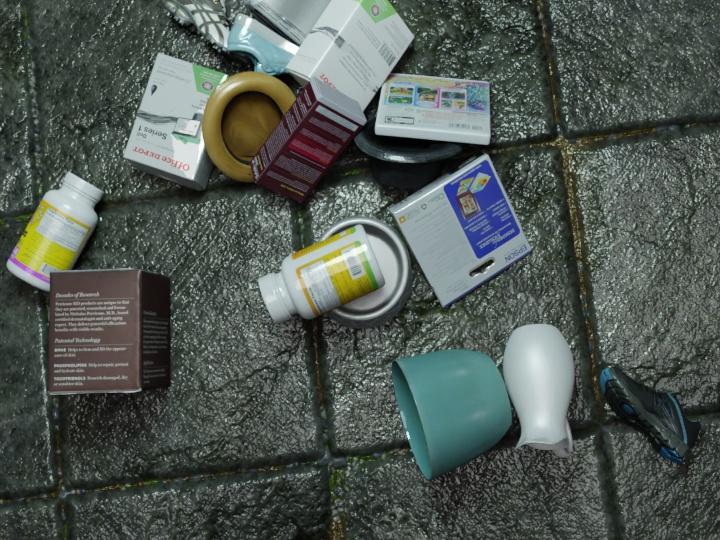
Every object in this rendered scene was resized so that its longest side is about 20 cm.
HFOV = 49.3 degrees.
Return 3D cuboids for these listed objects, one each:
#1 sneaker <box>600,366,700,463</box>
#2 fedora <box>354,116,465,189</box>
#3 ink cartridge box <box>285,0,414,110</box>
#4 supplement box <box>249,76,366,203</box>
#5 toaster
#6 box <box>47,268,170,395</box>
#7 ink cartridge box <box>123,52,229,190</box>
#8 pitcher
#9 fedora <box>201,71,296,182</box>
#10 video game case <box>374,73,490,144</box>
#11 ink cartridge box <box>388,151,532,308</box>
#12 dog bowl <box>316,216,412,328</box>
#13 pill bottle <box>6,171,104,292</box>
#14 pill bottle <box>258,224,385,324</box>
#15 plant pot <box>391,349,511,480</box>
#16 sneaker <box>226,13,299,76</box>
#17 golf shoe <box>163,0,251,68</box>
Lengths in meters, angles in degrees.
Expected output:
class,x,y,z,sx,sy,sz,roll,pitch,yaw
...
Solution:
class,x,y,z,sx,sy,sz,roll,pitch,yaw
sneaker,0.496,0.233,1.349,0.200,0.073,0.082,46,72,1
fedora,0.085,-0.201,1.375,0.195,0.202,0.093,5,125,3
ink cartridge box,-0.017,-0.384,1.384,0.083,0.145,0.202,32,85,44
supplement box,-0.092,-0.221,1.354,0.200,0.107,0.062,-47,43,26
toaster,-0.121,-0.490,1.404,0.198,0.113,0.131,35,90,-24
box,-0.429,0.107,1.354,0.160,0.166,0.206,-2,84,3
ink cartridge box,-0.326,-0.267,1.427,0.143,0.084,0.205,17,85,5
pitcher,0.315,0.208,1.333,0.119,0.171,0.205,-14,63,30
fedora,-0.198,-0.262,1.398,0.196,0.082,0.205,-13,123,-21
video game case,0.130,-0.287,1.379,0.194,0.024,0.184,6,42,4
ink cartridge box,0.178,-0.071,1.387,0.195,0.047,0.203,-31,112,-1
dog bowl,0.000,0.000,1.397,0.194,0.059,0.206,0,85,4
pill bottle,-0.542,-0.070,1.409,0.103,0.104,0.203,28,86,5
pill bottle,-0.066,0.013,1.314,0.196,0.111,0.113,-23,83,1
plant pot,0.156,0.224,1.302,0.157,0.201,0.206,-15,83,-8
sneaker,-0.153,-0.377,1.421,0.197,0.074,0.083,28,91,-14
golf shoe,-0.267,-0.458,1.447,0.199,0.078,0.095,38,87,5
